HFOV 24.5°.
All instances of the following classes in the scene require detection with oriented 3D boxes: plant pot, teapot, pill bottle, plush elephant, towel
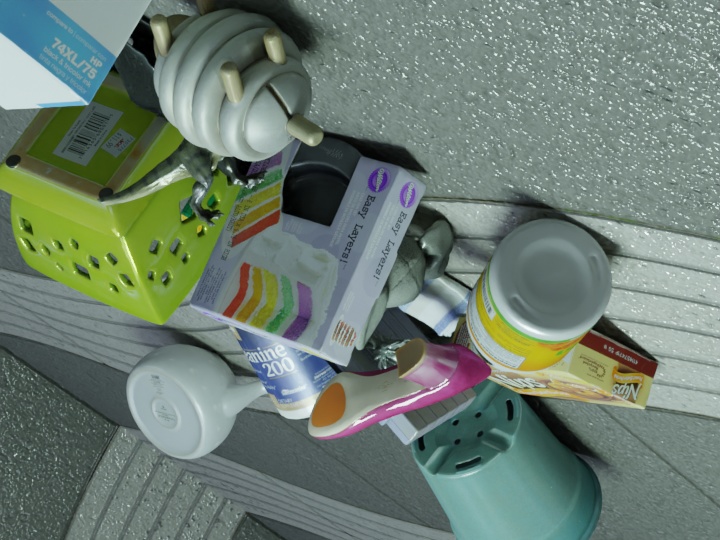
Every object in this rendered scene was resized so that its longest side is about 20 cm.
[{"bbox_3d":[0.168,0.246,2.032,0.200,0.201,0.196,13,149,43],"label":"plant pot"},{"bbox_3d":[-0.268,0.193,2.647,0.200,0.146,0.198,44,135,9],"label":"teapot"},{"bbox_3d":[-0.085,0.053,1.813,0.111,0.111,0.201,1,124,57],"label":"pill bottle"},{"bbox_3d":[0.160,0.033,1.554,0.111,0.111,0.200,29,163,3],"label":"pill bottle"},{"bbox_3d":[-0.253,-0.093,1.733,0.198,0.200,0.182,22,156,24],"label":"plant pot"},{"bbox_3d":[0.000,0.000,1.651,0.200,0.165,0.155,42,142,1],"label":"plush elephant"},{"bbox_3d":[0.032,0.005,1.829,0.199,0.024,0.147,31,162,-2],"label":"towel"}]

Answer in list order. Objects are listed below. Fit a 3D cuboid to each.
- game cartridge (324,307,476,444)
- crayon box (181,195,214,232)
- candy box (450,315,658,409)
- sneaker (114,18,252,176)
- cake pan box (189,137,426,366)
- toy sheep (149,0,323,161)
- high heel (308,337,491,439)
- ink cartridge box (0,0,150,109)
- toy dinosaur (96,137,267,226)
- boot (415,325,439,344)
[{"bbox_3d":[0.019,0.085,1.748,0.200,0.129,0.038,48,129,13],"label":"game cartridge"},{"bbox_3d":[-0.141,-0.027,1.954,0.118,0.058,0.200,27,163,8],"label":"crayon box"},{"bbox_3d":[0.197,0.095,1.730,0.115,0.056,0.200,26,168,-32],"label":"candy box"},{"bbox_3d":[-0.176,-0.170,1.617,0.104,0.060,0.200,17,153,30],"label":"sneaker"},{"bbox_3d":[-0.051,-0.027,1.580,0.184,0.201,0.052,20,172,38],"label":"cake pan box"},{"bbox_3d":[-0.107,-0.160,1.415,0.200,0.138,0.138,41,171,32],"label":"toy sheep"},{"bbox_3d":[0.035,0.126,1.657,0.096,0.068,0.200,20,135,-35],"label":"high heel"},{"bbox_3d":[-0.244,-0.247,1.267,0.146,0.201,0.146,39,161,-32],"label":"ink cartridge box"},{"bbox_3d":[-0.145,-0.098,1.577,0.088,0.200,0.047,51,-175,-19],"label":"toy dinosaur"},{"bbox_3d":[0.026,0.078,1.944,0.200,0.068,0.131,32,180,-6],"label":"boot"}]
